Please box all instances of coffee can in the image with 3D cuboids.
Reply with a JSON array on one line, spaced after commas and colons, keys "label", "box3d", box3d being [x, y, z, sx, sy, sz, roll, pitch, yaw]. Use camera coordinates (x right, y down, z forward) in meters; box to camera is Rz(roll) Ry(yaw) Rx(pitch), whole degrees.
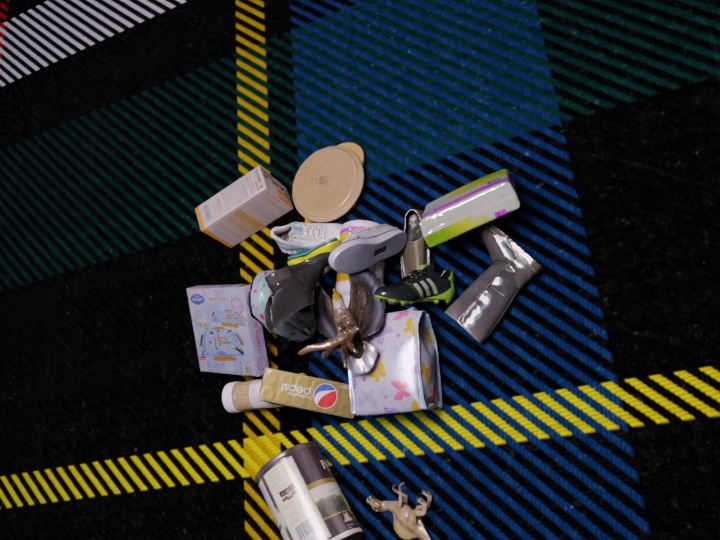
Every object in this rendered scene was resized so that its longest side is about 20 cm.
[{"label": "coffee can", "box3d": [-0.102, 0.466, 1.328, 0.146, 0.146, 0.201, -39, 61, 10]}]

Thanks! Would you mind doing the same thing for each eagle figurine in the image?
[{"label": "eagle figurine", "box3d": [-0.029, 0.091, 1.325, 0.150, 0.200, 0.152, 15, 114, -3]}]

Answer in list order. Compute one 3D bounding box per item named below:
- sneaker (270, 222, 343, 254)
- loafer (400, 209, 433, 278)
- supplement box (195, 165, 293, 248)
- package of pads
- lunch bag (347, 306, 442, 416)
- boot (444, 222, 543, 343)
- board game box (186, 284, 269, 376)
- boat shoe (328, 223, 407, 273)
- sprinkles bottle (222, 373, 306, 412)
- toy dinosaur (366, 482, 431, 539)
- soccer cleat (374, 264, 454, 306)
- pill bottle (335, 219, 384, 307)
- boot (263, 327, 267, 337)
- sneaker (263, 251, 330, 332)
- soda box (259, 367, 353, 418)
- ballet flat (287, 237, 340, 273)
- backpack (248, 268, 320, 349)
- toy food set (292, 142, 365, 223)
[{"label": "sneaker", "box3d": [-0.121, -0.079, 1.555, 0.198, 0.087, 0.076, -5, 69, 23]}, {"label": "loafer", "box3d": [0.113, -0.041, 1.435, 0.074, 0.070, 0.202, -10, 69, 23]}, {"label": "supplement box", "box3d": [-0.283, -0.152, 1.635, 0.199, 0.126, 0.074, -30, 61, 14]}, {"label": "package of pads", "box3d": [0.221, -0.130, 1.367, 0.199, 0.155, 0.069, -23, 102, 17]}, {"label": "lunch bag", "box3d": [0.069, 0.184, 1.352, 0.168, 0.127, 0.202, -12, 78, 25]}, {"label": "boot", "box3d": [0.246, 0.018, 1.359, 0.200, 0.072, 0.182, -49, 57, 12]}, {"label": "board game box", "box3d": [-0.302, 0.133, 1.520, 0.199, 0.041, 0.202, -1, 100, 38]}, {"label": "boat shoe", "box3d": [-0.001, -0.058, 1.370, 0.086, 0.201, 0.075, 35, 133, 35]}, {"label": "sprinkles bottle", "box3d": [-0.209, 0.272, 1.489, 0.198, 0.068, 0.069, -11, 69, 23]}, {"label": "toy dinosaur", "box3d": [0.103, 0.476, 1.287, 0.199, 0.058, 0.102, 31, 103, 38]}, {"label": "soccer cleat", "box3d": [0.109, 0.029, 1.348, 0.067, 0.198, 0.082, 4, 94, 54]}, {"label": "pill bottle", "box3d": [0.000, 0.000, 1.457, 0.103, 0.104, 0.202, -4, 71, 25]}, {"label": "boot", "box3d": [-0.276, 0.086, 1.584, 0.150, 0.073, 0.202, 20, 91, 30]}, {"label": "sneaker", "box3d": [-0.118, 0.039, 1.335, 0.060, 0.199, 0.105, -29, 84, 50]}, {"label": "soda box", "box3d": [-0.108, 0.255, 1.393, 0.198, 0.064, 0.068, 12, 77, -5]}, {"label": "ballet flat", "box3d": [-0.097, -0.022, 1.502, 0.199, 0.066, 0.068, -18, 94, 54]}, {"label": "backpack", "box3d": [-0.156, 0.066, 1.456, 0.125, 0.200, 0.169, -13, 67, 19]}, {"label": "toy food set", "box3d": [-0.078, -0.206, 1.597, 0.196, 0.049, 0.202, -13, 68, 22]}]
